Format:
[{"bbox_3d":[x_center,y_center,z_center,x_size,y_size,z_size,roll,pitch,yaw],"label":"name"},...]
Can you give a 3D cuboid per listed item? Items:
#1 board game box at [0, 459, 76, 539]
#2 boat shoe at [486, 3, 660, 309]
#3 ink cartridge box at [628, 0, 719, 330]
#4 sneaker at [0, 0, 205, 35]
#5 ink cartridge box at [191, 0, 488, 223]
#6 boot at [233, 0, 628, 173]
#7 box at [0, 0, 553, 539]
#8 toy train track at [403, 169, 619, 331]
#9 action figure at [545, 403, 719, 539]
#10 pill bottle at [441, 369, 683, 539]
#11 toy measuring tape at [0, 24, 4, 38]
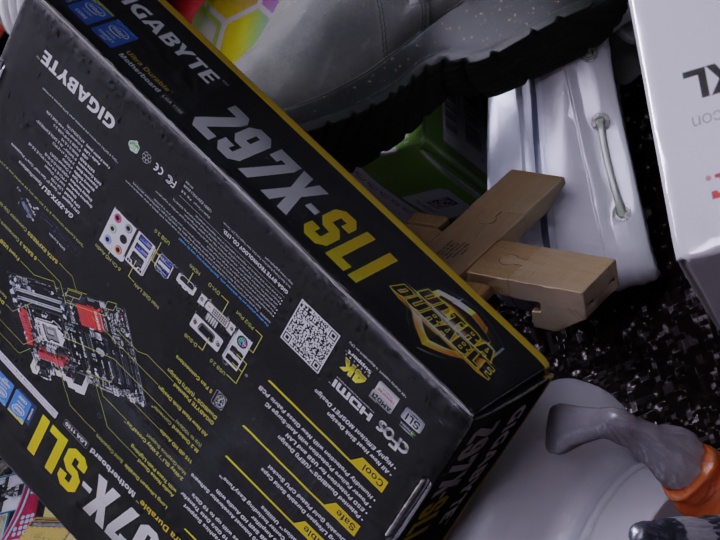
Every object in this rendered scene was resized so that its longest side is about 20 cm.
[{"bbox_3d":[-0.167,0.132,0.786,0.134,0.200,0.035,6,119,22],"label":"board game box"},{"bbox_3d":[0.081,-0.085,0.835,0.066,0.074,0.202,-5,81,13],"label":"boat shoe"},{"bbox_3d":[0.168,-0.096,0.759,0.145,0.084,0.202,-14,66,15],"label":"ink cartridge box"},{"bbox_3d":[-0.052,-0.157,0.842,0.090,0.078,0.201,31,96,26],"label":"sneaker"},{"bbox_3d":[-0.050,-0.083,0.896,0.198,0.076,0.149,-13,68,25],"label":"ink cartridge box"},{"bbox_3d":[-0.014,-0.108,0.788,0.199,0.068,0.131,-25,75,-4],"label":"boot"},{"bbox_3d":[-0.054,0.025,0.715,0.200,0.049,0.160,43,129,18],"label":"box"},{"bbox_3d":[0.000,0.000,0.782,0.199,0.033,0.115,11,36,35],"label":"toy train track"},{"bbox_3d":[0.157,0.121,0.654,0.191,0.105,0.201,3,54,-12],"label":"action figure"},{"bbox_3d":[0.022,0.079,0.780,0.199,0.112,0.113,18,83,33],"label":"pill bottle"},{"bbox_3d":[-0.163,-0.158,0.987,0.073,0.073,0.201,38,97,33],"label":"toy measuring tape"}]
